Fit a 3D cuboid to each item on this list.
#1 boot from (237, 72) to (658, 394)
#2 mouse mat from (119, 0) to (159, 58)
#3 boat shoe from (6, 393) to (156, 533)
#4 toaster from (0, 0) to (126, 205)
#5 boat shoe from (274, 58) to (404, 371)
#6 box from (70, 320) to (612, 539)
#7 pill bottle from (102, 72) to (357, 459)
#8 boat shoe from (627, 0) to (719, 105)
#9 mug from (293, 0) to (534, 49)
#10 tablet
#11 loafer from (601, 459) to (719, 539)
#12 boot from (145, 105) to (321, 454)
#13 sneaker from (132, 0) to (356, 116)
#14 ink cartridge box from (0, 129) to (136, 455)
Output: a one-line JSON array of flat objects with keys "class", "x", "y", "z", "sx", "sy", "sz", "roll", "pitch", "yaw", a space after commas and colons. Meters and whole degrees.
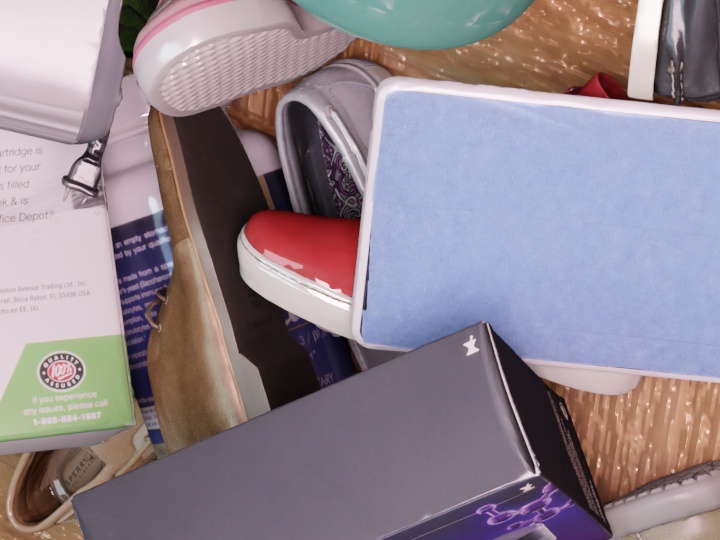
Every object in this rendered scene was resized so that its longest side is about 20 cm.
[{"class": "boot", "x": 0.050, "y": -0.034, "z": 1.243, "sx": 0.199, "sy": 0.072, "sz": 0.145, "roll": 12, "pitch": 118, "yaw": -2}, {"class": "mouse mat", "x": -0.116, "y": -0.187, "z": 1.423, "sx": 0.200, "sy": 0.008, "sz": 0.162, "roll": 6, "pitch": 109, "yaw": 39}, {"class": "boat shoe", "x": -0.135, "y": 0.077, "z": 1.497, "sx": 0.071, "sy": 0.064, "sz": 0.200, "roll": 46, "pitch": 131, "yaw": 19}, {"class": "toaster", "x": -0.165, "y": -0.139, "z": 1.237, "sx": 0.114, "sy": 0.129, "sz": 0.201, "roll": -162, "pitch": 82, "yaw": -79}, {"class": "boat shoe", "x": 0.001, "y": -0.001, "z": 1.342, "sx": 0.070, "sy": 0.071, "sz": 0.202, "roll": -7, "pitch": 101, "yaw": 43}, {"class": "box", "x": -0.005, "y": 0.109, "z": 1.215, "sx": 0.199, "sy": 0.141, "sz": 0.079, "roll": -24, "pitch": 65, "yaw": 11}, {"class": "pill bottle", "x": -0.079, "y": -0.004, "z": 1.384, "sx": 0.111, "sy": 0.111, "sz": 0.201, "roll": -16, "pitch": 94, "yaw": 44}, {"class": "boat shoe", "x": 0.161, "y": -0.162, "z": 1.145, "sx": 0.066, "sy": 0.075, "sz": 0.200, "roll": 13, "pitch": 105, "yaw": 8}, {"class": "mug", "x": 0.008, "y": -0.180, "z": 1.211, "sx": 0.185, "sy": 0.152, "sz": 0.115, "roll": 41, "pitch": 131, "yaw": 19}, {"class": "tablet", "x": 0.100, "y": -0.016, "z": 1.207, "sx": 0.199, "sy": 0.014, "sz": 0.131, "roll": 6, "pitch": 115, "yaw": -2}, {"class": "loafer", "x": 0.106, "y": 0.151, "z": 1.302, "sx": 0.200, "sy": 0.075, "sz": 0.070, "roll": -27, "pitch": 84, "yaw": 45}, {"class": "boot", "x": -0.078, "y": 0.010, "z": 1.299, "sx": 0.075, "sy": 0.074, "sz": 0.201, "roll": -19, "pitch": 82, "yaw": 30}, {"class": "sneaker", "x": -0.069, "y": -0.136, "z": 1.265, "sx": 0.075, "sy": 0.200, "sz": 0.105, "roll": -36, "pitch": 85, "yaw": 24}, {"class": "ink cartridge box", "x": -0.197, "y": -0.012, "z": 1.312, "sx": 0.084, "sy": 0.146, "sz": 0.201, "roll": 151, "pitch": 112, "yaw": -70}]
